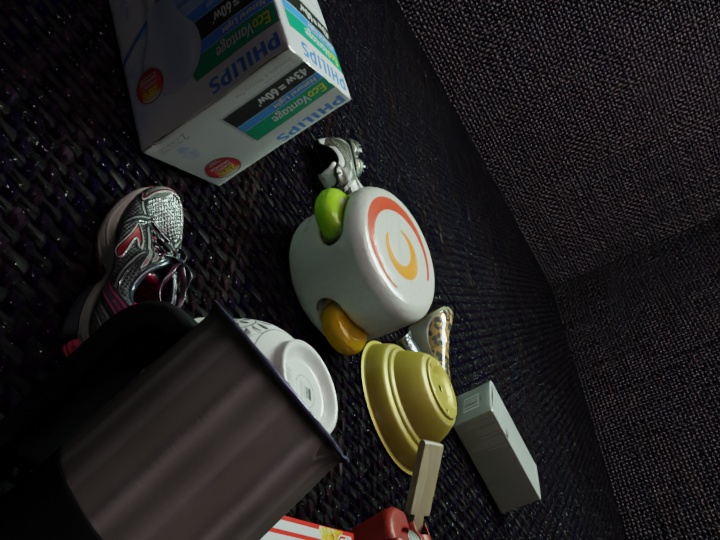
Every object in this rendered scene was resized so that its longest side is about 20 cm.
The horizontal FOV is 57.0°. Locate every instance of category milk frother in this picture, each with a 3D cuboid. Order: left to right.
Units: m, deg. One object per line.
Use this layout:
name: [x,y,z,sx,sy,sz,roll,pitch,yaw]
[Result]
milk frother: [-0.134,0.085,0.324,0.180,0.188,0.201,43,-13,20]

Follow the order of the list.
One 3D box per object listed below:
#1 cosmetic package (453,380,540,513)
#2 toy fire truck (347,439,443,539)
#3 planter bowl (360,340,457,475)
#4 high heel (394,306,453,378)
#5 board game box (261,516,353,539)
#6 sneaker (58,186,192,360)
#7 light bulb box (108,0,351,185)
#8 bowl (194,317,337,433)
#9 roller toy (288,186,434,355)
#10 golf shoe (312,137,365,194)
cosmetic package: [0.248,0.322,1.209,0.202,0.089,0.107,57,19,-13]
toy fire truck: [0.054,0.294,0.731,0.176,0.128,0.202,43,18,-44]
planter bowl: [0.085,0.183,0.960,0.201,0.082,0.202,50,26,-35]
high heel: [0.137,0.147,1.139,0.199,0.071,0.144,-29,90,-56]
board game box: [-0.068,0.275,0.515,0.200,0.046,0.154,40,37,-49]
sneaker: [-0.170,0.001,0.541,0.081,0.074,0.202,49,26,-37]
light bulb box: [-0.141,-0.236,0.701,0.124,0.196,0.203,18,49,-60]
bowl: [-0.081,0.121,0.602,0.202,0.093,0.203,52,23,-33]
roller toy: [0.000,0.000,0.874,0.181,0.138,0.204,-7,75,-57]
golf shoe: [-0.029,-0.121,1.057,0.094,0.077,0.203,5,59,-47]
